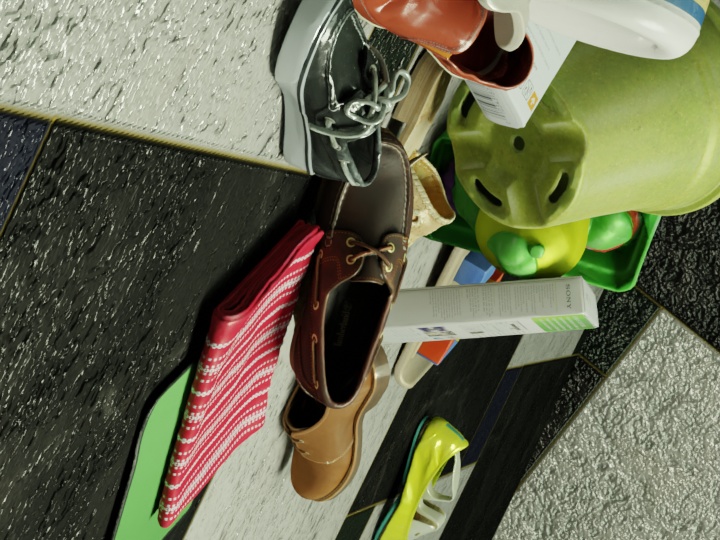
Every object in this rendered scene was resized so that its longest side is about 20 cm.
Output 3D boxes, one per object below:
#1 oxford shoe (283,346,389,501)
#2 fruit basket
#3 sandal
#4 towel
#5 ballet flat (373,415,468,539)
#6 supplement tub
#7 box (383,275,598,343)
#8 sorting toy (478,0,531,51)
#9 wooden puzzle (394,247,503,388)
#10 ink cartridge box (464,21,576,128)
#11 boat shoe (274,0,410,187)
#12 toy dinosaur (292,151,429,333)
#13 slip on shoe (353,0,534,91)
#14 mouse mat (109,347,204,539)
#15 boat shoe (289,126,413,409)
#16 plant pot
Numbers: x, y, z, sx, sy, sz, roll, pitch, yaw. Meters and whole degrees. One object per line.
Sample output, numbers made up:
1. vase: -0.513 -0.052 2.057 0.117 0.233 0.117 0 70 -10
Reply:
1. oxford shoe: -0.037 0.127 1.923 0.071 0.071 0.200 -20 146 -29
2. fruit basket: 0.148 -0.044 1.964 0.216 0.215 0.156 -55 166 -37
3. sandal: 0.045 -0.063 1.799 0.212 0.070 0.078 -68 168 20
4. towel: -0.085 0.072 1.622 0.145 0.022 0.200 -48 161 -52
5. ballet flat: 0.070 0.254 2.613 0.067 0.067 0.200 -45 159 -58
6. supplement tub: 0.182 -0.255 1.551 0.145 0.145 0.200 28 81 -78
7. box: 0.094 0.034 1.942 0.144 0.200 0.036 33 54 -79
8. sorting toy: 0.093 -0.234 1.426 0.200 0.107 0.180 42 54 -78
9. wooden puzzle: 0.110 0.007 2.300 0.185 0.046 0.200 -43 156 -59
10. ink cartridge box: 0.116 -0.236 1.630 0.200 0.047 0.198 -60 143 -20
11. boat shoe: -0.010 -0.111 1.458 0.074 0.068 0.199 -57 167 -28
12. toy dinosaur: -0.021 -0.001 1.721 0.200 0.060 0.106 119 -6 -47
13. slip on shoe: 0.051 -0.170 1.492 0.074 0.061 0.200 -57 142 0
14. mouse mat: -0.131 0.130 1.615 0.161 0.008 0.200 -47 159 -55
15. boat shoe: 0.000 0.000 1.648 0.070 0.070 0.200 -132 -129 -69
16. plant pot: 0.171 -0.116 1.788 0.184 0.200 0.200 -23 142 -44
